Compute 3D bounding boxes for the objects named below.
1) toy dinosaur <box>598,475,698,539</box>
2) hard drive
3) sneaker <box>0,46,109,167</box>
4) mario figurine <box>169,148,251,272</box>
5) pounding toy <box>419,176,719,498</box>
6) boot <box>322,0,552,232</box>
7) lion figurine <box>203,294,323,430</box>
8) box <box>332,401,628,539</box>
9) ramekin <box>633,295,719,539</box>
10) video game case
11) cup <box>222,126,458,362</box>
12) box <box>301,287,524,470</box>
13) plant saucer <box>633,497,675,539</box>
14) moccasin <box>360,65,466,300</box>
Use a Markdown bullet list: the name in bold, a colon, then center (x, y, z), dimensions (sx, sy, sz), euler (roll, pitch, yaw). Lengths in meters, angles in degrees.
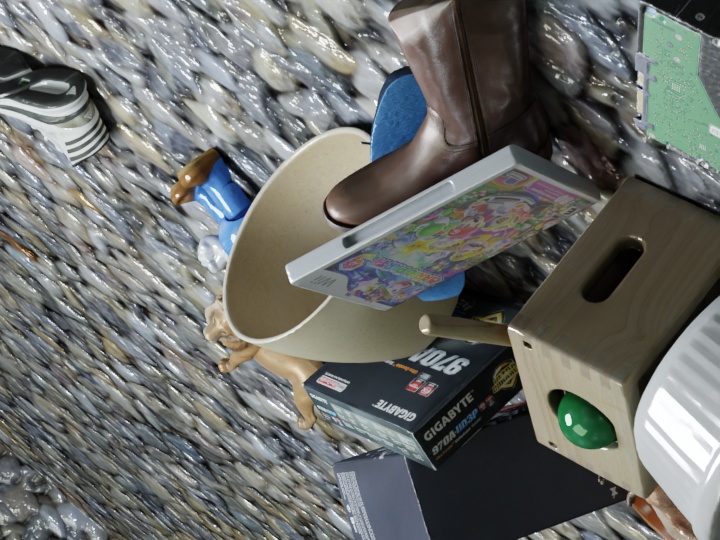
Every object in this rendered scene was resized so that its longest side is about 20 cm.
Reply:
- **toy dinosaur**: center (0.271, 0.151, 1.568), dimensions (0.135, 0.086, 0.200), euler (8, 103, 29)
- **hard drive**: center (0.263, -0.094, 1.199), dimensions (0.200, 0.038, 0.140), euler (30, 156, 23)
- **sneaker**: center (-0.342, -0.160, 2.016), dimensions (0.200, 0.076, 0.115), euler (19, 148, 39)
- **mario figurine**: center (-0.111, -0.016, 1.863), dimensions (0.200, 0.106, 0.123), euler (47, -167, 5)
- **pounding toy**: center (0.171, 0.049, 1.400), dimensions (0.142, 0.200, 0.184), euler (27, 154, 31)
- **boot**: center (0.040, -0.123, 1.361), dimensions (0.200, 0.186, 0.064), euler (68, 179, -54)
- **lion figurine**: center (-0.089, 0.096, 2.116), dimensions (0.200, 0.073, 0.122), euler (30, 150, -10)
- **box**: center (0.106, 0.189, 1.742), dimensions (0.182, 0.200, 0.104), euler (-19, 88, 67)
- **ramekin**: center (0.275, 0.090, 1.327), dimensions (0.094, 0.202, 0.202), euler (41, 161, 30)
- **video game case**: center (0.062, -0.028, 1.425), dimensions (0.143, 0.200, 0.018), euler (16, -129, -58)
- **cup**: center (0.000, 0.000, 1.639), dimensions (0.143, 0.201, 0.200), euler (31, 166, -32)
- **box**: center (0.060, 0.084, 1.673), dimensions (0.046, 0.159, 0.200), euler (57, 162, -24)
- **plant saucer**: center (0.311, 0.208, 1.697), dimensions (0.200, 0.032, 0.200), euler (34, 156, 17)
- **moccasin**: center (0.042, -0.072, 1.508), dimensions (0.080, 0.068, 0.200), euler (-2, 121, 3)
